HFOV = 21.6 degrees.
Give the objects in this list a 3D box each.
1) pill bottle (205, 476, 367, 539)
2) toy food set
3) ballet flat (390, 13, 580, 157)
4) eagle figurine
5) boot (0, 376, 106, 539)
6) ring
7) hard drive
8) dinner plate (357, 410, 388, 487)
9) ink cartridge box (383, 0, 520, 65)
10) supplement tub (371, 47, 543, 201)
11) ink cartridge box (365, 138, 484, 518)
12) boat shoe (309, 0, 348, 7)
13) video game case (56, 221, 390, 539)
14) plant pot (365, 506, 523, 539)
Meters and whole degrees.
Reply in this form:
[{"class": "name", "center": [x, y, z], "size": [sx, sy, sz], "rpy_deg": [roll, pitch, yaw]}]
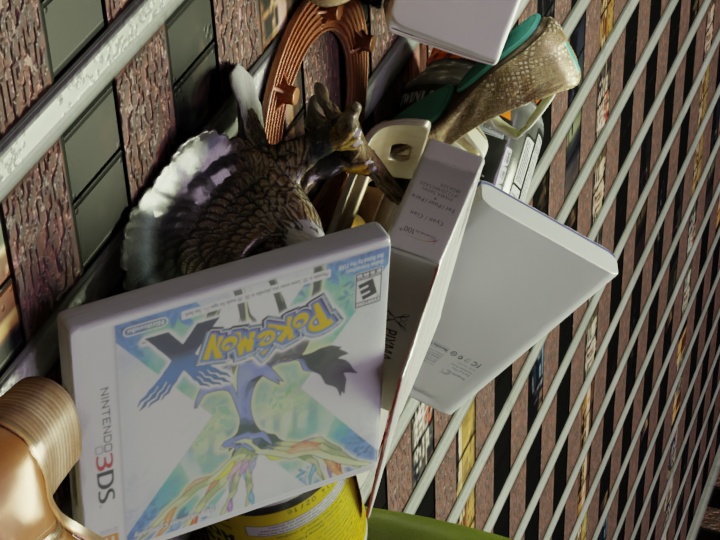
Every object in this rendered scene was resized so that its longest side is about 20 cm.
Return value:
[{"class": "pill bottle", "center": [-0.054, 0.158, 1.288], "size": [0.201, 0.110, 0.112], "rpy_deg": [77, 31, -51]}, {"class": "toy food set", "center": [0.000, 0.000, 1.344], "size": [0.144, 0.060, 0.202], "rpy_deg": [107, 4, -78]}, {"class": "ballet flat", "center": [0.084, -0.114, 1.397], "size": [0.065, 0.199, 0.071], "rpy_deg": [46, 44, -14]}, {"class": "eagle figurine", "center": [-0.067, -0.021, 1.165], "size": [0.200, 0.151, 0.152], "rpy_deg": [-45, 110, -7]}, {"class": "boot", "center": [-0.188, 0.173, 0.968], "size": [0.155, 0.073, 0.202], "rpy_deg": [-53, 138, -54]}, {"class": "ring", "center": [-0.027, -0.105, 1.347], "size": [0.200, 0.019, 0.203], "rpy_deg": [12, 90, -72]}, {"class": "hard drive", "center": [0.079, 0.025, 1.426], "size": [0.200, 0.131, 0.026], "rpy_deg": [-44, -148, 35]}, {"class": "dinner plate", "center": [-0.007, 0.119, 1.543], "size": [0.200, 0.024, 0.203], "rpy_deg": [11, 90, -72]}, {"class": "ink cartridge box", "center": [0.077, -0.234, 1.341], "size": [0.200, 0.083, 0.147], "rpy_deg": [-92, -159, -78]}, {"class": "supplement tub", "center": [0.074, -0.074, 1.504], "size": [0.123, 0.121, 0.202], "rpy_deg": [56, 48, -65]}, {"class": "ink cartridge box", "center": [0.024, 0.041, 1.252], "size": [0.201, 0.044, 0.177], "rpy_deg": [101, 10, -57]}, {"class": "boat shoe", "center": [0.007, -0.238, 1.283], "size": [0.065, 0.071, 0.201], "rpy_deg": [81, 27, -46]}, {"class": "video game case", "center": [-0.076, 0.073, 1.101], "size": [0.198, 0.022, 0.184], "rpy_deg": [-17, 132, -23]}, {"class": "plant pot", "center": [0.039, 0.274, 1.481], "size": [0.201, 0.191, 0.202], "rpy_deg": [-52, 155, -36]}]
